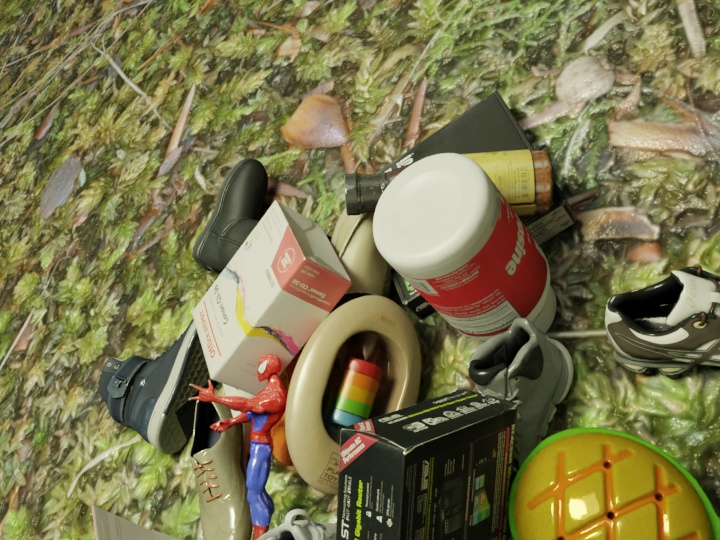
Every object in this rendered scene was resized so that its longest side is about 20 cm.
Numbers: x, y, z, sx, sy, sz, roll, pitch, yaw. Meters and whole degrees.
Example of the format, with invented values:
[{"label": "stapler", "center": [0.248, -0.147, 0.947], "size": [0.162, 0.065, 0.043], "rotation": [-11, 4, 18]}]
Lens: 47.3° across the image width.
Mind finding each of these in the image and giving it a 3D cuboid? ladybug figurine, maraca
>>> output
[{"label": "ladybug figurine", "center": [-0.013, 0.122, 0.810], "size": [0.072, 0.135, 0.202], "rotation": [-7, 57, 61]}, {"label": "maraca", "center": [0.204, 0.200, 0.606], "size": [0.199, 0.107, 0.138], "rotation": [30, 81, 26]}]

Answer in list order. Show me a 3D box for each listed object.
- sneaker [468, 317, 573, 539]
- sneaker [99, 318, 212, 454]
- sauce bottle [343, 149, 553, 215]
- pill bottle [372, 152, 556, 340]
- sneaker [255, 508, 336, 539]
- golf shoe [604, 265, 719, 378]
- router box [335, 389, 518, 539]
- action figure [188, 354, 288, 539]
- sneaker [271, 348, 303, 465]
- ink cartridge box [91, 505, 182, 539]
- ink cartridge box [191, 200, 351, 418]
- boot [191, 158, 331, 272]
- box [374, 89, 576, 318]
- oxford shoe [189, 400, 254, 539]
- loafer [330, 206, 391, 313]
[{"label": "sneaker", "center": [0.115, 0.132, 0.708], "size": [0.075, 0.115, 0.201], "rotation": [5, 64, 39]}, {"label": "sneaker", "center": [-0.241, 0.107, 1.022], "size": [0.145, 0.077, 0.204], "rotation": [16, 73, 40]}, {"label": "sauce bottle", "center": [0.083, -0.081, 0.798], "size": [0.198, 0.066, 0.067], "rotation": [-2, 55, 2]}, {"label": "pill bottle", "center": [0.105, -0.007, 0.750], "size": [0.111, 0.200, 0.113], "rotation": [-19, 52, 26]}, {"label": "sneaker", "center": [-0.073, 0.308, 0.730], "size": [0.075, 0.115, 0.201], "rotation": [18, 73, 43]}, {"label": "golf shoe", "center": [0.293, 0.039, 0.654], "size": [0.198, 0.094, 0.078], "rotation": [-13, 53, 28]}, {"label": "router box", "center": [0.051, 0.203, 0.624], "size": [0.062, 0.149, 0.202], "rotation": [10, 100, 41]}, {"label": "action figure", "center": [-0.123, 0.178, 0.800], "size": [0.098, 0.065, 0.202], "rotation": [10, 89, -1]}, {"label": "sneaker", "center": [-0.087, 0.117, 0.899], "size": [0.073, 0.077, 0.201], "rotation": [-26, 49, 21]}, {"label": "ink cartridge box", "center": [-0.185, 0.333, 0.754], "size": [0.045, 0.176, 0.201], "rotation": [-37, 45, 10]}, {"label": "ink cartridge box", "center": [-0.107, 0.044, 0.849], "size": [0.200, 0.067, 0.117], "rotation": [-52, 36, 16]}, {"label": "boot", "center": [-0.112, -0.054, 1.040], "size": [0.199, 0.065, 0.166], "rotation": [17, 81, 46]}, {"label": "box", "center": [0.108, -0.075, 0.903], "size": [0.199, 0.047, 0.194], "rotation": [-32, 50, 16]}, {"label": "oxford shoe", "center": [-0.156, 0.227, 0.876], "size": [0.070, 0.074, 0.201], "rotation": [-26, 49, 17]}, {"label": "loafer", "center": [0.000, 0.000, 0.867], "size": [0.068, 0.075, 0.201], "rotation": [46, 113, 46]}]
